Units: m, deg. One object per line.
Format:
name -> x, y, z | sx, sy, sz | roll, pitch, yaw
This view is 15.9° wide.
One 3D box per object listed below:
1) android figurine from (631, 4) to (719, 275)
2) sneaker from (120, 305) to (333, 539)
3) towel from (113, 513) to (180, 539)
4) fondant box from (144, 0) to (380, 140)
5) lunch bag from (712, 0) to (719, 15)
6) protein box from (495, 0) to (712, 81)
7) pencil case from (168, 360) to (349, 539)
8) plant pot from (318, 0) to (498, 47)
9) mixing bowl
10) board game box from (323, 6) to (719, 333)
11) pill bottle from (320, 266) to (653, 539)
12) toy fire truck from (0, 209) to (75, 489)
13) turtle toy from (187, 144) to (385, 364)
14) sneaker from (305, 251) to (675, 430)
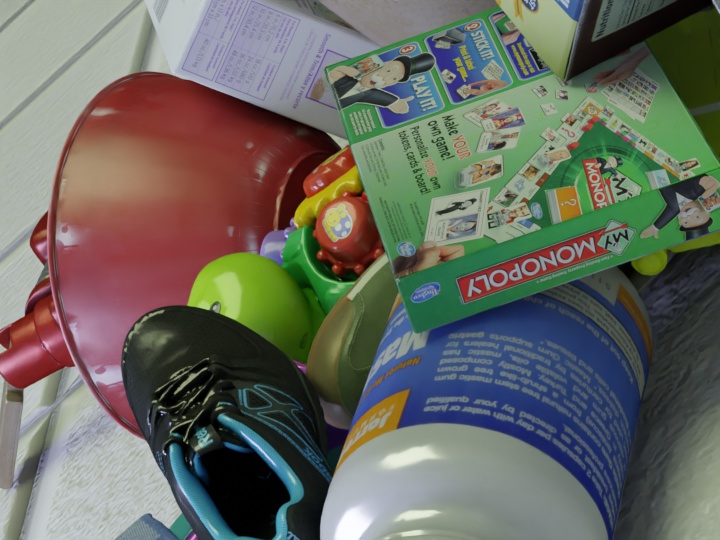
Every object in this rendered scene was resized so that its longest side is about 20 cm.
android figurine -> 0.142, -0.064, 1.108 | 0.182, 0.041, 0.200 | -14, 33, 10
sneaker -> -0.051, 0.069, 1.076 | 0.073, 0.082, 0.200 | -40, 46, 0
towel -> -0.107, 0.206, 1.043 | 0.200, 0.147, 0.024 | -44, -28, -21
fondant box -> -0.008, -0.115, 1.376 | 0.144, 0.200, 0.058 | -116, 47, -66
lunch bag -> 0.253, -0.135, 0.989 | 0.200, 0.118, 0.164 | -21, -4, -38
protein box -> 0.117, -0.225, 1.075 | 0.200, 0.199, 0.135 | -28, -23, -20
pencil case -> -0.063, 0.143, 1.141 | 0.085, 0.093, 0.200 | 13, 56, 39
plant pot -> 0.051, -0.173, 1.260 | 0.200, 0.183, 0.200 | -44, 9, 9
mixing bowl -> -0.060, -0.011, 1.352 | 0.108, 0.200, 0.200 | -6, 40, 32
board game box -> 0.064, -0.055, 1.071 | 0.134, 0.029, 0.200 | -18, 30, 1
pill bottle -> 0.047, 0.081, 1.006 | 0.112, 0.112, 0.200 | -33, 22, 34
toy fire truck -> -0.178, 0.029, 1.629 | 0.200, 0.129, 0.176 | -28, 24, 20
turtle toy -> 0.000, 0.000, 1.239 | 0.200, 0.101, 0.146 | -42, 8, -27
sneaker -> 0.071, 0.003, 1.137 | 0.200, 0.067, 0.090 | -34, 16, -26
